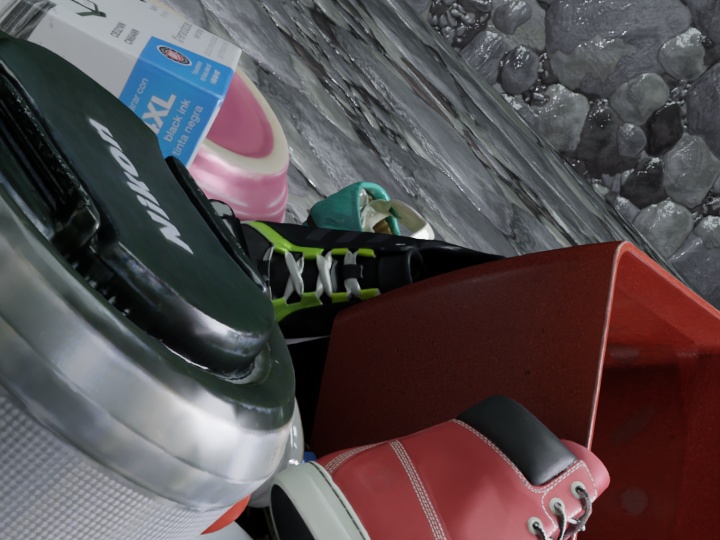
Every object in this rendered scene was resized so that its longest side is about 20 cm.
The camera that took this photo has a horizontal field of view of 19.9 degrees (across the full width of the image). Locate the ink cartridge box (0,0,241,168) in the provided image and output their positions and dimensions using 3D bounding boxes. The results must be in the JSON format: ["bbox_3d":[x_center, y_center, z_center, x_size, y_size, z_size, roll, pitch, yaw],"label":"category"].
[{"bbox_3d":[-0.169,-0.111,1.027,0.200,0.084,0.146,27,15,-8],"label":"ink cartridge box"}]

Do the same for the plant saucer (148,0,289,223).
[{"bbox_3d":[-0.113,-0.096,1.201,0.200,0.051,0.201,39,22,-19],"label":"plant saucer"}]

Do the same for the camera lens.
[{"bbox_3d":[-0.130,0.042,0.553,0.160,0.200,0.160,46,12,-13],"label":"camera lens"}]

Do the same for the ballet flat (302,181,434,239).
[{"bbox_3d":[0.016,-0.002,1.250,0.067,0.070,0.200,49,8,-30],"label":"ballet flat"}]

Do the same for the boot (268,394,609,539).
[{"bbox_3d":[0.066,0.144,0.874,0.200,0.144,0.072,59,-23,32],"label":"boot"}]

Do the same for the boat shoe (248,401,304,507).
[{"bbox_3d":[-0.100,0.035,1.018,0.069,0.071,0.200,15,33,-52],"label":"boat shoe"}]

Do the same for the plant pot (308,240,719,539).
[{"bbox_3d":[0.081,0.104,1.069,0.176,0.200,0.200,2,-16,32],"label":"plant pot"}]

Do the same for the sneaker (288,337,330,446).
[{"bbox_3d":[-0.032,0.038,1.250,0.200,0.060,0.104,49,16,22],"label":"sneaker"}]

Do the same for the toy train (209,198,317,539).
[{"bbox_3d":[-0.055,0.051,1.049,0.034,0.046,0.200,-1,61,-34],"label":"toy train"}]

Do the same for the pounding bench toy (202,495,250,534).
[{"bbox_3d":[-0.116,0.036,0.807,0.156,0.124,0.200,46,12,-11],"label":"pounding bench toy"}]

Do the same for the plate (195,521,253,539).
[{"bbox_3d":[-0.016,0.198,0.830,0.200,0.032,0.200,49,10,-33],"label":"plate"}]

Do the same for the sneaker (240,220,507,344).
[{"bbox_3d":[0.000,0.000,1.131,0.200,0.083,0.072,4,70,-21],"label":"sneaker"}]
